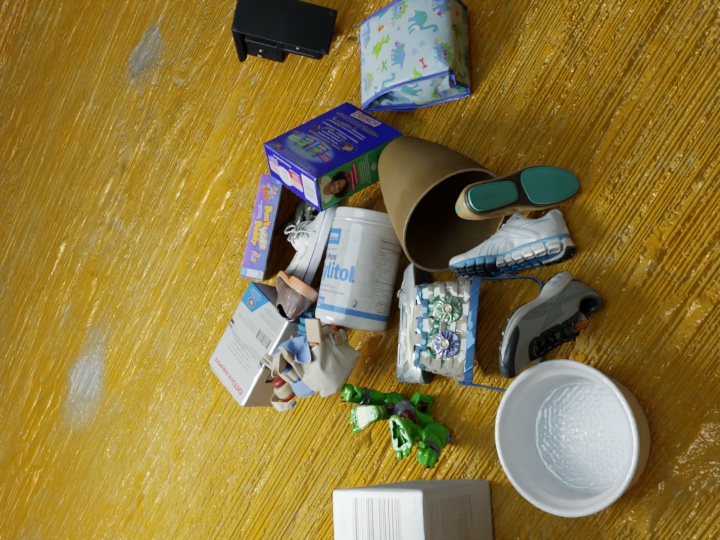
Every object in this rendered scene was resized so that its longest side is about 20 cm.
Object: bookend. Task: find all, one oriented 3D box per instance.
[{"bbox_3d":[-0.158,-0.489,1.453,0.200,0.196,0.093,175,107,-84],"label":"bookend"}]

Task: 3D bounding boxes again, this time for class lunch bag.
[{"bbox_3d":[0.087,-0.380,1.224,0.198,0.127,0.172,-7,77,28],"label":"lunch bag"}]

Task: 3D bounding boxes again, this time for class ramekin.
[{"bbox_3d":[0.295,0.227,0.952,0.199,0.097,0.203,-10,75,38],"label":"ramekin"}]

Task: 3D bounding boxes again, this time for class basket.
[{"bbox_3d":[0.177,0.096,1.061,0.197,0.139,0.179,2,81,5],"label":"basket"}]

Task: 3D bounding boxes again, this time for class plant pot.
[{"bbox_3d":[0.111,-0.134,1.139,0.187,0.185,0.201,-52,42,19],"label":"plant pot"}]

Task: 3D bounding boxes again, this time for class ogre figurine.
[{"bbox_3d":[0.069,0.244,1.120,0.198,0.119,0.100,6,89,41],"label":"ogre figurine"}]

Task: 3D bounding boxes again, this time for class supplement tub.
[{"bbox_3d":[0.000,0.000,1.218,0.131,0.131,0.203,8,87,40],"label":"supplement tub"}]

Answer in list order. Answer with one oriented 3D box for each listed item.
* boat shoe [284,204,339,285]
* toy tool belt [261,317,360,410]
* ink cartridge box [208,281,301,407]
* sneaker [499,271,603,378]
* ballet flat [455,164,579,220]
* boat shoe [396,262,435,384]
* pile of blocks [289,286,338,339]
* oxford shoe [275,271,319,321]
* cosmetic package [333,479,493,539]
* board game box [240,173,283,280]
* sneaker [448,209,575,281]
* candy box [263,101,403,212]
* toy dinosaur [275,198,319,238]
[{"bbox_3d":[-0.103,-0.058,1.300,0.075,0.085,0.203,-68,2,-46],"label":"boat shoe"},{"bbox_3d":[-0.105,0.150,1.194,0.199,0.125,0.123,-26,109,39],"label":"toy tool belt"},{"bbox_3d":[-0.198,0.148,1.381,0.146,0.084,0.201,41,108,37],"label":"ink cartridge box"},{"bbox_3d":[0.262,0.078,0.965,0.200,0.074,0.079,-41,46,-25],"label":"sneaker"},{"bbox_3d":[0.232,-0.116,1.045,0.063,0.197,0.070,138,122,-70],"label":"ballet flat"},{"bbox_3d":[0.087,0.088,1.167,0.064,0.074,0.205,-6,84,34],"label":"boat shoe"},{"bbox_3d":[-0.080,0.127,1.290,0.062,0.082,0.203,14,89,40],"label":"pile of blocks"},{"bbox_3d":[-0.136,0.050,1.296,0.073,0.071,0.200,-57,12,-7],"label":"oxford shoe"},{"bbox_3d":[0.082,0.401,1.025,0.163,0.199,0.167,-13,73,37],"label":"cosmetic package"},{"bbox_3d":[-0.194,-0.082,1.395,0.044,0.134,0.203,12,89,-3],"label":"board game box"},{"bbox_3d":[0.231,-0.042,1.081,0.198,0.075,0.088,-15,64,25],"label":"sneaker"},{"bbox_3d":[-0.046,-0.211,1.258,0.169,0.199,0.078,38,149,38],"label":"candy box"},{"bbox_3d":[-0.094,-0.116,1.367,0.200,0.076,0.103,-37,38,46],"label":"toy dinosaur"}]
